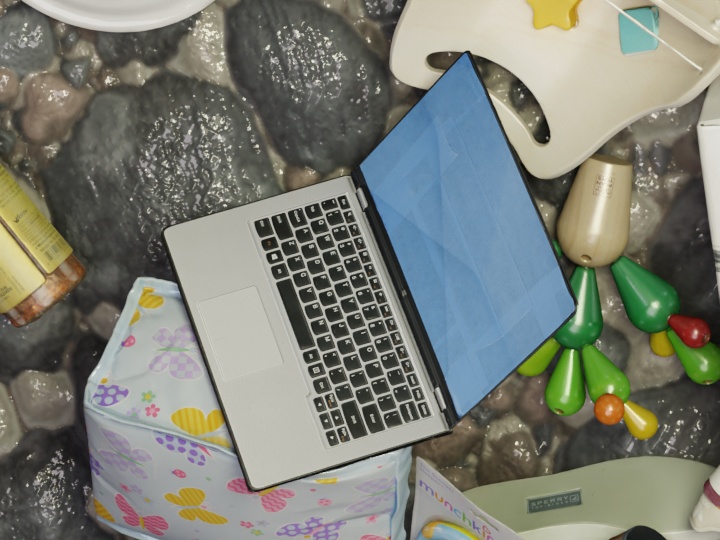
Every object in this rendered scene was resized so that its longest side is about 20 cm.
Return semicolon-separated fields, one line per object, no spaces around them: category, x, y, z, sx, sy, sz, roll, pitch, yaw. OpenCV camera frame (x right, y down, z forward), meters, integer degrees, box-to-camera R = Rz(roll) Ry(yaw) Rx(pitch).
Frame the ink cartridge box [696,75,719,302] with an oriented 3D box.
ink cartridge box;0.256;-0.019;1.593;0.084;0.145;0.201;-5;109;14

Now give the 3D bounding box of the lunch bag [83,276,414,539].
lunch bag;-0.062;0.109;1.695;0.199;0.128;0.170;19;150;11

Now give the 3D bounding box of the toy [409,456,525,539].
toy;0.062;0.216;1.710;0.115;0.047;0.200;36;153;23

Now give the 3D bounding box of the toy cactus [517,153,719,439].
toy cactus;0.132;0.012;1.671;0.199;0.102;0.166;14;103;16

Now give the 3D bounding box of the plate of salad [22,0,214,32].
plate of salad;-0.153;-0.243;1.654;0.199;0.048;0.201;2;118;5

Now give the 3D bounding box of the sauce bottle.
sauce bottle;-0.260;-0.056;1.739;0.066;0.066;0.200;-34;98;21

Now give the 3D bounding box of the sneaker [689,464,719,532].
sneaker;0.295;0.175;1.682;0.200;0.075;0.090;37;108;-17

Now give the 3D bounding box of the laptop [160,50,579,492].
laptop;0.000;0.000;1.593;0.199;0.188;0.116;-16;152;-10

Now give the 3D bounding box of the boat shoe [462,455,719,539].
boat shoe;0.152;0.171;1.738;0.200;0.070;0.072;-7;130;12

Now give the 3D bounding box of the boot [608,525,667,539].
boot;0.191;0.259;1.697;0.097;0.075;0.201;-29;94;39

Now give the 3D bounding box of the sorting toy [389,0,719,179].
sorting toy;0.109;-0.150;1.609;0.200;0.107;0.180;35;120;-2
